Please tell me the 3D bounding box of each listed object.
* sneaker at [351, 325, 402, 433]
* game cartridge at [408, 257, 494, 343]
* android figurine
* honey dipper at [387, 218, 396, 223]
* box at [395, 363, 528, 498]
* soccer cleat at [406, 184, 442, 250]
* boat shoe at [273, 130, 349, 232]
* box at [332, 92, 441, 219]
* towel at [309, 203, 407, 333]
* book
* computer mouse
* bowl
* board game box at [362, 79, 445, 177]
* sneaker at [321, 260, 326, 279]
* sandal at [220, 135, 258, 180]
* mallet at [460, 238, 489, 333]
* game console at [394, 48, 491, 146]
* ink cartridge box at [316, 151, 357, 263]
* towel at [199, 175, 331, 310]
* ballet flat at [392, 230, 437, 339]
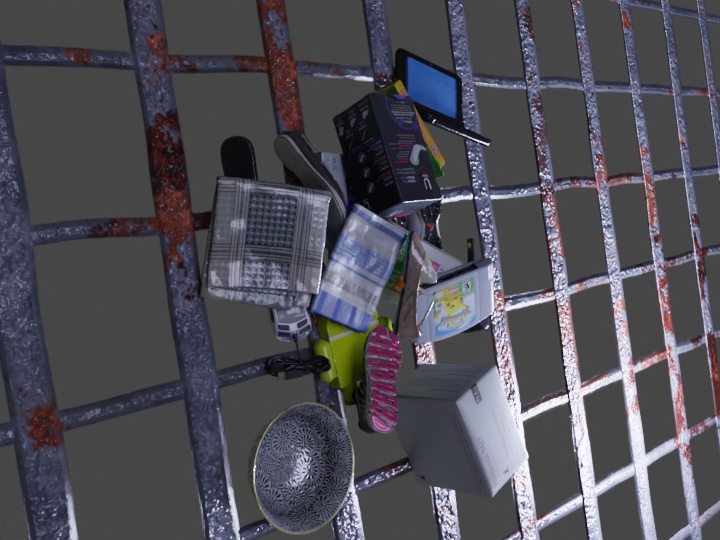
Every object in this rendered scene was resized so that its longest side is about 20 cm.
[{"bbox_3d":[0.024,0.197,1.289,0.073,0.087,0.203,15,57,-23],"label":"sneaker"},{"bbox_3d":[0.176,0.065,1.428,0.197,0.041,0.135,-21,127,-17],"label":"game cartridge"},{"bbox_3d":[-0.011,0.134,1.327,0.180,0.041,0.204,-15,97,-39],"label":"android figurine"},{"bbox_3d":[0.031,-0.134,1.390,0.038,0.038,0.203,-32,104,-37],"label":"honey dipper"},{"bbox_3d":[0.177,0.292,1.363,0.130,0.198,0.202,-32,106,-37],"label":"box"},{"bbox_3d":[0.120,-0.080,1.446,0.067,0.073,0.204,-6,108,-24],"label":"soccer cleat"},{"bbox_3d":[-0.071,-0.161,1.260,0.057,0.067,0.201,-33,85,-43],"label":"boat shoe"},{"bbox_3d":[0.048,-0.203,1.316,0.121,0.105,0.204,-10,80,-47],"label":"box"},{"bbox_3d":[0.000,0.000,1.262,0.146,0.024,0.203,28,84,-43],"label":"towel"},{"bbox_3d":[0.096,0.005,1.400,0.198,0.048,0.135,25,100,-35],"label":"book"},{"bbox_3d":[-0.117,0.081,1.234,0.108,0.044,0.204,-9,91,-15],"label":"computer mouse"},{"bbox_3d":[-0.113,0.315,1.187,0.198,0.093,0.205,4,84,-39],"label":"bowl"},{"bbox_3d":[0.088,-0.263,1.411,0.030,0.095,0.202,-44,113,-35],"label":"board game box"},{"bbox_3d":[-0.095,-0.057,1.250,0.089,0.078,0.202,-39,110,-33],"label":"sneaker"},{"bbox_3d":[-0.186,-0.116,1.188,0.045,0.074,0.204,-56,142,-79],"label":"sandal"},{"bbox_3d":[0.242,0.030,1.531,0.041,0.065,0.204,15,76,-41],"label":"mallet"},{"bbox_3d":[0.170,-0.351,1.481,0.197,0.175,0.118,11,107,-38],"label":"game console"},{"bbox_3d":[-0.037,-0.110,1.329,0.098,0.039,0.204,1,84,-41],"label":"ink cartridge box"},{"bbox_3d":[-0.149,-0.039,1.158,0.189,0.035,0.204,6,102,-20],"label":"towel"},{"bbox_3d":[0.104,0.029,1.323,0.068,0.066,0.204,-61,159,-72],"label":"ballet flat"}]
